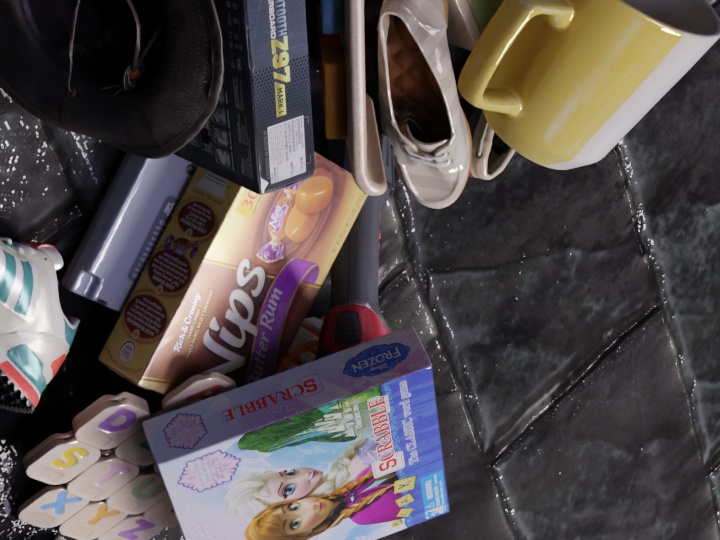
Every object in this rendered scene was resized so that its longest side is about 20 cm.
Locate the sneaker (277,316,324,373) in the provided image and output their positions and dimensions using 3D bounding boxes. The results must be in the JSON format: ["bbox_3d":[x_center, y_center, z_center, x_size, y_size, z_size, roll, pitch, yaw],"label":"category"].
[{"bbox_3d":[-0.057,0.108,1.321,0.200,0.078,0.077,-34,135,-17],"label":"sneaker"}]

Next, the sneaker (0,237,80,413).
[{"bbox_3d":[-0.247,-0.001,1.103,0.093,0.070,0.200,-56,137,-33],"label":"sneaker"}]

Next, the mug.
[{"bbox_3d":[0.150,-0.165,1.266,0.186,0.150,0.153,18,123,-25],"label":"mug"}]

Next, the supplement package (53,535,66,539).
[{"bbox_3d":[-0.168,0.307,1.269,0.121,0.120,0.200,-56,135,-7],"label":"supplement package"}]

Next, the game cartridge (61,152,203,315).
[{"bbox_3d":[-0.113,-0.015,1.235,0.200,0.040,0.134,28,92,-46],"label":"game cartridge"}]

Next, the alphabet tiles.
[{"bbox_3d":[-0.141,0.144,1.220,0.195,0.015,0.200,-36,140,20],"label":"alphabet tiles"}]

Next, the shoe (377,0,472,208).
[{"bbox_3d":[0.042,-0.126,1.290,0.053,0.070,0.200,-65,152,-50],"label":"shoe"}]

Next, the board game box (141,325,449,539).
[{"bbox_3d":[-0.039,0.144,1.223,0.199,0.041,0.200,-20,142,-7],"label":"board game box"}]

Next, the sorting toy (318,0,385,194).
[{"bbox_3d":[-0.014,-0.174,1.162,0.036,0.185,0.200,-7,117,0],"label":"sorting toy"}]

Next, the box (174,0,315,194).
[{"bbox_3d":[-0.099,-0.165,1.088,0.051,0.158,0.200,-22,122,-35],"label":"box"}]

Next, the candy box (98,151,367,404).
[{"bbox_3d":[-0.087,0.001,1.202,0.117,0.056,0.200,29,87,-46],"label":"candy box"}]

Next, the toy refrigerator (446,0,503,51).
[{"bbox_3d":[0.060,-0.264,1.255,0.076,0.070,0.200,-45,133,-18],"label":"toy refrigerator"}]

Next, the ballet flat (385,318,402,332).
[{"bbox_3d":[0.016,0.139,1.405,0.069,0.063,0.200,-16,119,-37],"label":"ballet flat"}]

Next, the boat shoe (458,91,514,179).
[{"bbox_3d":[0.134,-0.158,1.380,0.200,0.063,0.071,-53,133,-13],"label":"boat shoe"}]

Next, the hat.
[{"bbox_3d":[-0.148,-0.170,1.032,0.081,0.200,0.201,-45,136,-45],"label":"hat"}]

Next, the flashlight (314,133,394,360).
[{"bbox_3d":[0.000,0.000,1.273,0.068,0.068,0.200,12,71,-31],"label":"flashlight"}]
